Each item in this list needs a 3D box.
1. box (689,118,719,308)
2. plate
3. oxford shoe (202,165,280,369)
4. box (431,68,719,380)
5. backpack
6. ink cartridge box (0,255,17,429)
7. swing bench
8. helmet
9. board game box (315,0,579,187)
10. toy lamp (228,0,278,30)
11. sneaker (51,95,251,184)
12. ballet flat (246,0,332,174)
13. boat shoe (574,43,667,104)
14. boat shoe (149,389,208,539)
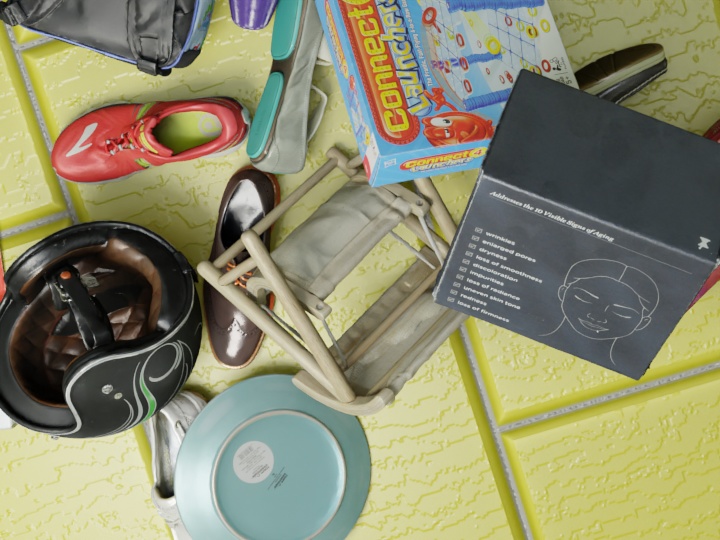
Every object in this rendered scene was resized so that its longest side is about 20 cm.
[{"bbox_3d":[0.319,-0.055,1.436,0.095,0.100,0.200,44,99,-2],"label":"box"},{"bbox_3d":[-0.081,0.201,1.504,0.200,0.026,0.201,-2,95,-19],"label":"plate"},{"bbox_3d":[-0.120,0.000,1.492,0.071,0.073,0.200,5,99,4],"label":"oxford shoe"},{"bbox_3d":[0.185,-0.034,1.290,0.200,0.197,0.124,21,59,3],"label":"box"},{"bbox_3d":[-0.209,-0.299,1.418,0.183,0.147,0.200,19,104,2],"label":"backpack"},{"bbox_3d":[-0.428,0.063,1.538,0.160,0.047,0.200,-4,100,5],"label":"ink cartridge box"},{"bbox_3d":[0.000,0.000,1.413,0.199,0.130,0.200,-43,97,-28],"label":"swing bench"},{"bbox_3d":[-0.249,0.063,1.452,0.200,0.200,0.191,29,142,0],"label":"helmet"},{"bbox_3d":[0.079,-0.188,1.385,0.195,0.056,0.200,-11,68,-14],"label":"board game box"},{"bbox_3d":[-0.091,-0.319,1.425,0.058,0.058,0.200,11,121,3],"label":"toy lamp"},{"bbox_3d":[-0.204,-0.130,1.474,0.200,0.085,0.077,-13,95,6],"label":"sneaker"},{"bbox_3d":[-0.058,-0.189,1.471,0.064,0.067,0.200,12,93,-27],"label":"ballet flat"},{"bbox_3d":[0.202,-0.144,1.453,0.200,0.073,0.065,-28,106,12],"label":"boat shoe"},{"bbox_3d":[-0.175,0.221,1.521,0.071,0.069,0.200,-10,93,31],"label":"boat shoe"}]
